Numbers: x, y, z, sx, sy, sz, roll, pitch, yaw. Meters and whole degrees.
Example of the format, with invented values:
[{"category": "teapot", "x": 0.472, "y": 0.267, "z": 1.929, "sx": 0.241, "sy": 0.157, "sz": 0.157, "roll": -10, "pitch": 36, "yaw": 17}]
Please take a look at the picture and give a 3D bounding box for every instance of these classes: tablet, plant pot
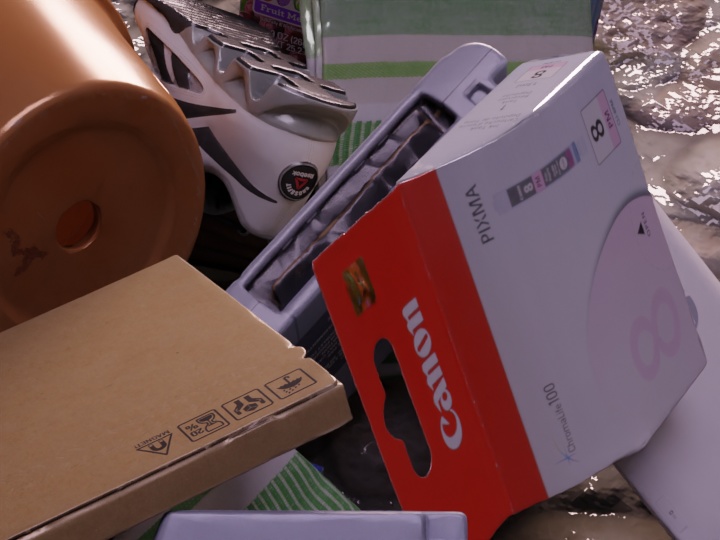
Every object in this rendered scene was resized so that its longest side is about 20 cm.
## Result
[{"category": "tablet", "x": 0.139, "y": 0.033, "z": 1.084, "sx": 0.200, "sy": 0.014, "sz": 0.130, "roll": 52, "pitch": 51, "yaw": -4}, {"category": "plant pot", "x": -0.164, "y": -0.046, "z": 1.036, "sx": 0.200, "sy": 0.201, "sz": 0.140, "roll": -26, "pitch": 40, "yaw": -30}]

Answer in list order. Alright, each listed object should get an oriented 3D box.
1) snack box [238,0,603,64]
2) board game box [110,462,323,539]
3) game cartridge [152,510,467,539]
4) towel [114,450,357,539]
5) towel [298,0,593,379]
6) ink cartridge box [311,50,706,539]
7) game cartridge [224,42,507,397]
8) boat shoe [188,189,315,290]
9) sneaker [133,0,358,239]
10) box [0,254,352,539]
[{"category": "snack box", "x": 0.038, "y": -0.179, "z": 1.243, "sx": 0.199, "sy": 0.169, "sz": 0.068, "roll": 17, "pitch": 43, "yaw": 8}, {"category": "board game box", "x": -0.141, "y": 0.131, "z": 0.937, "sx": 0.199, "sy": 0.041, "sz": 0.200, "roll": 16, "pitch": 42, "yaw": 10}, {"category": "game cartridge", "x": -0.026, "y": 0.187, "z": 0.811, "sx": 0.132, "sy": 0.041, "sz": 0.201, "roll": 2, "pitch": 79, "yaw": -9}, {"category": "towel", "x": -0.010, "y": 0.160, "z": 0.892, "sx": 0.200, "sy": 0.023, "sz": 0.153, "roll": 42, "pitch": 42, "yaw": 3}, {"category": "towel", "x": 0.046, "y": -0.047, "z": 1.124, "sx": 0.152, "sy": 0.023, "sz": 0.201, "roll": -1, "pitch": 87, "yaw": -14}, {"category": "ink cartridge box", "x": 0.071, "y": 0.019, "z": 0.953, "sx": 0.057, "sy": 0.163, "sz": 0.200, "roll": -8, "pitch": 23, "yaw": 32}, {"category": "game cartridge", "x": 0.000, "y": 0.000, "z": 1.029, "sx": 0.041, "sy": 0.133, "sz": 0.200, "roll": 37, "pitch": 70, "yaw": 15}, {"category": "boat shoe", "x": -0.015, "y": -0.025, "z": 1.150, "sx": 0.199, "sy": 0.068, "sz": 0.072, "roll": 2, "pitch": 44, "yaw": -8}, {"category": "sneaker", "x": -0.074, "y": -0.079, "z": 1.102, "sx": 0.074, "sy": 0.089, "sz": 0.200, "roll": 13, "pitch": 18, "yaw": -28}, {"category": "box", "x": -0.125, "y": 0.063, "z": 0.867, "sx": 0.199, "sy": 0.021, "sz": 0.163, "roll": -25, "pitch": 28, "yaw": -18}]
